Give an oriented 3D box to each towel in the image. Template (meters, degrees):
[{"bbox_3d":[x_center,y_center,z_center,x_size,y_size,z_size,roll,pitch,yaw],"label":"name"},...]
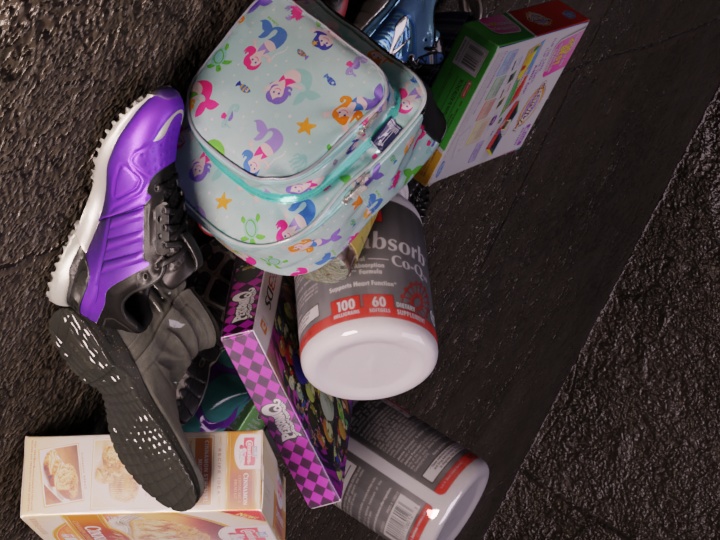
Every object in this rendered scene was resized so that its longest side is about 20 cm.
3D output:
[{"bbox_3d":[0.038,-0.157,1.917,0.200,0.024,0.145,-58,-162,-3],"label":"towel"}]

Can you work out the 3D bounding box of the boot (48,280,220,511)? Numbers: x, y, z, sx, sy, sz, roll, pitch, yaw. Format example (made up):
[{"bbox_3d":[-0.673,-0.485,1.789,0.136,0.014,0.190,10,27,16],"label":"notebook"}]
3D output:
[{"bbox_3d":[-0.152,0.081,1.631,0.068,0.200,0.131,-18,-166,45],"label":"boot"}]

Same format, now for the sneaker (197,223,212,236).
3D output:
[{"bbox_3d":[-0.075,-0.112,1.692,0.200,0.071,0.112,-63,167,24],"label":"sneaker"}]

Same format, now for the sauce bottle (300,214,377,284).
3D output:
[{"bbox_3d":[-0.003,-0.084,1.686,0.065,0.065,0.200,92,20,-61],"label":"sauce bottle"}]

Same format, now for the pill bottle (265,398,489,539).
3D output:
[{"bbox_3d":[0.014,0.183,1.958,0.116,0.200,0.116,-50,162,-23],"label":"pill bottle"}]

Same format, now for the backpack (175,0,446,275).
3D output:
[{"bbox_3d":[-0.055,-0.104,1.580,0.200,0.178,0.151,-50,157,2],"label":"backpack"}]

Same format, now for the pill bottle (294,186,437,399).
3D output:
[{"bbox_3d":[0.000,0.000,1.748,0.116,0.116,0.200,98,-12,-55],"label":"pill bottle"}]

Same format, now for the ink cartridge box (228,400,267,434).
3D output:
[{"bbox_3d":[-0.081,0.063,1.972,0.200,0.084,0.146,-58,164,-4],"label":"ink cartridge box"}]

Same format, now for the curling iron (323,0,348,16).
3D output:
[{"bbox_3d":[-0.017,-0.224,1.743,0.050,0.026,0.200,-35,152,-51],"label":"curling iron"}]

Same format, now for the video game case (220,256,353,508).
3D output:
[{"bbox_3d":[-0.060,0.076,1.779,0.181,0.036,0.200,-82,152,-54],"label":"video game case"}]

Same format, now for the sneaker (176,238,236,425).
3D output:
[{"bbox_3d":[-0.159,0.054,1.778,0.080,0.078,0.200,-16,-141,56],"label":"sneaker"}]

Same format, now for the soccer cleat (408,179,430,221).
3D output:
[{"bbox_3d":[0.044,-0.103,2.114,0.200,0.073,0.068,-64,144,-52],"label":"soccer cleat"}]

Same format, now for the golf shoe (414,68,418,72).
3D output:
[{"bbox_3d":[0.006,-0.156,1.860,0.200,0.075,0.092,-55,168,-6],"label":"golf shoe"}]

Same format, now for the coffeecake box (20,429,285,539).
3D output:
[{"bbox_3d":[-0.171,0.191,1.719,0.154,0.200,0.073,76,13,-68],"label":"coffeecake box"}]

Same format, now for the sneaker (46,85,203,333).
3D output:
[{"bbox_3d":[-0.156,-0.039,1.523,0.070,0.099,0.200,-33,151,-61],"label":"sneaker"}]

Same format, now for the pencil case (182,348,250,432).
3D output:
[{"bbox_3d":[-0.153,0.132,1.853,0.200,0.092,0.085,-54,-153,6],"label":"pencil case"}]

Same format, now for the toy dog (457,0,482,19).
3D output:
[{"bbox_3d":[0.082,-0.177,2.019,0.096,0.132,0.200,-16,146,-9],"label":"toy dog"}]

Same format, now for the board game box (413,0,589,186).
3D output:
[{"bbox_3d":[0.123,-0.167,1.879,0.200,0.040,0.153,-23,146,-58],"label":"board game box"}]

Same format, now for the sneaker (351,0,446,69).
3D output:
[{"bbox_3d":[0.030,-0.195,1.780,0.200,0.090,0.078,-61,-177,0],"label":"sneaker"}]
